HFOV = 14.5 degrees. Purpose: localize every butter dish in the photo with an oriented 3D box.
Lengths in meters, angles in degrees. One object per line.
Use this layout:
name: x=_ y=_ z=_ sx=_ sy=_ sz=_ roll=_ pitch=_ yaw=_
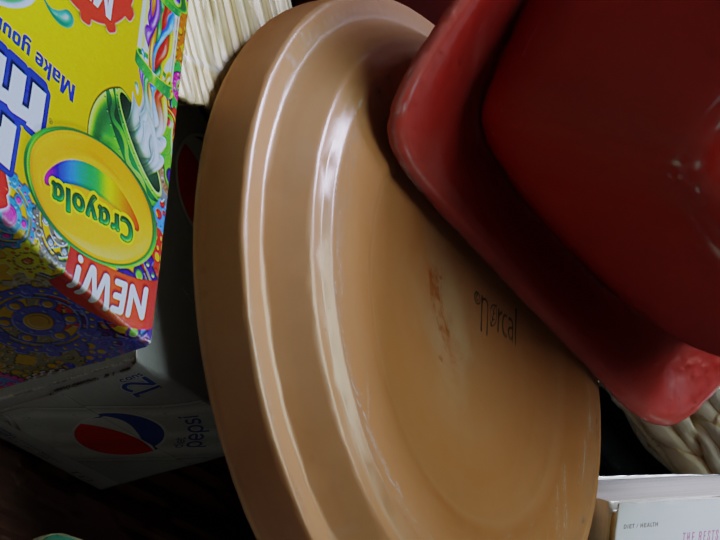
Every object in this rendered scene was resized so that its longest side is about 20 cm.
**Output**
butter dish: x=0.140 y=-0.051 z=0.801 sx=0.200 sy=0.148 sz=0.199 roll=-54 pitch=137 yaw=-8

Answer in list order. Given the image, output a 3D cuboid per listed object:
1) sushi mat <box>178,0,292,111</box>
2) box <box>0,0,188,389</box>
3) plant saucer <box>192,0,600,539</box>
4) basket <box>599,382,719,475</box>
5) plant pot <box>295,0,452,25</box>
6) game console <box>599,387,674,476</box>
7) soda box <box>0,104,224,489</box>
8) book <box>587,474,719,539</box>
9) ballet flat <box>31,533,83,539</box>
sushi mat: x=-0.059 y=-0.137 z=0.786 sx=0.096 sy=0.012 sz=0.201 roll=8 pitch=67 yaw=-61
box: x=-0.140 y=-0.097 z=0.624 sx=0.200 sy=0.122 sz=0.193 roll=44 pitch=40 yaw=-46
plant saucer: x=0.020 y=0.019 z=0.804 sx=0.200 sy=0.032 sz=0.201 roll=31 pitch=53 yaw=-54
basket: x=0.209 y=0.034 z=1.057 sx=0.200 sy=0.161 sz=0.198 roll=50 pitch=19 yaw=16
plant pot: x=0.053 y=-0.141 z=0.970 sx=0.200 sy=0.200 sz=0.178 roll=0 pitch=65 yaw=-63
game console: x=0.100 y=0.110 z=1.102 sx=0.176 sy=0.116 sz=0.200 roll=50 pitch=18 yaw=21
soda box: x=-0.067 y=-0.046 z=0.802 sx=0.068 sy=0.063 sz=0.201 roll=34 pitch=47 yaw=-50
book: x=0.108 y=0.169 z=0.931 sx=0.133 sy=0.048 sz=0.201 roll=2 pitch=95 yaw=-38
ballet flat: x=-0.043 y=0.162 z=0.736 sx=0.069 sy=0.069 sz=0.201 roll=-37 pitch=110 yaw=-62
